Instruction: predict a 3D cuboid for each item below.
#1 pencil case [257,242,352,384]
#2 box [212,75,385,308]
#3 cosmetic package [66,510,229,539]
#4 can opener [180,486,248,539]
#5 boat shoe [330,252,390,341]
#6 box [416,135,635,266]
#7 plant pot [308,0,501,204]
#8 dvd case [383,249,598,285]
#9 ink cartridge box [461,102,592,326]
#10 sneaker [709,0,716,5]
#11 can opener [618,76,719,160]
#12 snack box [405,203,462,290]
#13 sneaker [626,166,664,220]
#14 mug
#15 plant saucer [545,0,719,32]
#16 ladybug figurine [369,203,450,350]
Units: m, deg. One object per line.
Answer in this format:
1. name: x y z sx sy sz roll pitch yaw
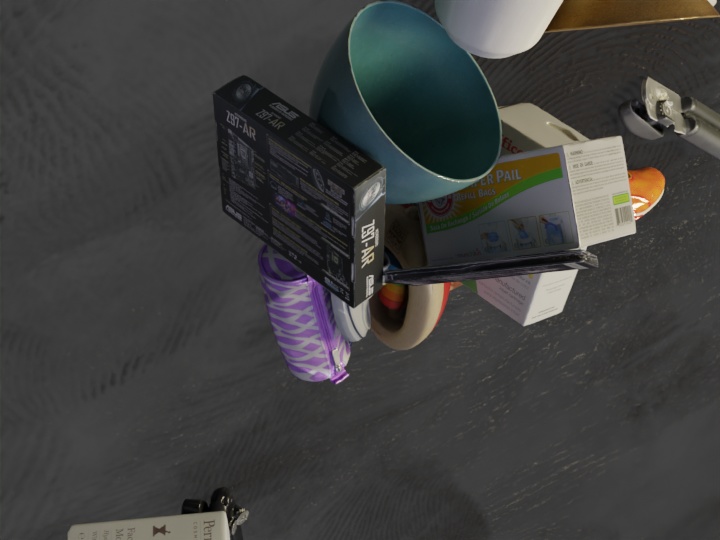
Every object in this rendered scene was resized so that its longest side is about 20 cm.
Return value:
1. pencil case: -0.061 0.046 1.670 0.083 0.086 0.201 -31 140 -14
2. box: -0.061 -0.078 1.455 0.043 0.199 0.161 -35 144 -30
3. cosmetic package: -0.250 0.414 1.805 0.197 0.166 0.166 -6 136 -3
4. can opener: -0.176 0.345 1.925 0.064 0.078 0.201 -60 156 -31
5. boat shoe: 0.000 0.000 1.610 0.066 0.074 0.201 -4 134 8
6. box: 0.166 -0.070 1.529 0.112 0.198 0.103 -13 94 -46
7. plant pot: 0.025 -0.146 1.476 0.198 0.202 0.134 9 148 -40
8. dvd case: 0.135 -0.002 1.498 0.197 0.016 0.149 -6 177 14
9. ink cartridge box: 0.182 -0.065 1.651 0.087 0.145 0.202 -15 132 -48
10. sneaker: 0.368 -0.354 1.560 0.112 0.073 0.200 -49 161 12
11. can opener: 0.384 -0.177 1.794 0.066 0.054 0.199 -20 153 38
12. snack box: 0.091 -0.047 1.728 0.071 0.024 0.201 -23 139 -13
13. sneaker: 0.288 -0.097 1.781 0.198 0.073 0.078 -15 127 -26
14. mug: 0.157 -0.291 1.441 0.184 0.151 0.154 -2 140 -19
15. plant saucer: 0.270 -0.271 1.531 0.198 0.200 0.036 -9 99 -27
16. ladybug figurine: 0.054 0.001 1.670 0.071 0.136 0.201 -24 148 -29
